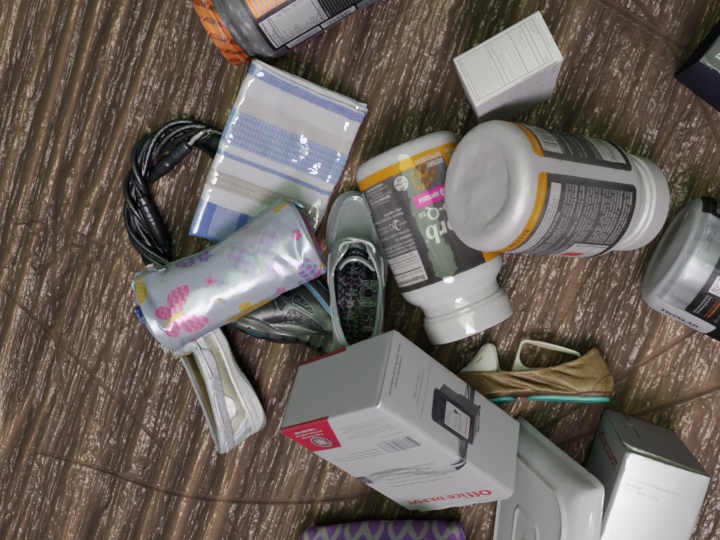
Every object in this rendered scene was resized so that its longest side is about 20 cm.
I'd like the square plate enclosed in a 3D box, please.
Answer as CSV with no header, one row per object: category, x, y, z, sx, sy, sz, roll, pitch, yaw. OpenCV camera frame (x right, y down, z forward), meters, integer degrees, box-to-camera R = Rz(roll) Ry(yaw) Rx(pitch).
square plate,0.176,0.272,0.757,0.028,0.198,0.202,4,96,-11

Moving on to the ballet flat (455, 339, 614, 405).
ballet flat,0.169,0.113,0.814,0.198,0.068,0.073,-7,74,12

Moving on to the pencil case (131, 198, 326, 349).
pencil case,-0.136,0.004,0.785,0.199,0.083,0.091,-26,78,-2

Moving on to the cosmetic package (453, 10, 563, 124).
cosmetic package,0.140,-0.182,0.717,0.082,0.200,0.051,-25,88,11

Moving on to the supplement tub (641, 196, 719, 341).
supplement tub,0.391,0.021,0.731,0.199,0.123,0.123,27,99,7

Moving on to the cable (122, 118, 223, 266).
cable,-0.201,-0.069,0.863,0.162,0.051,0.202,18,100,6

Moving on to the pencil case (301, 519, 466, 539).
pencil case,0.029,0.327,0.849,0.198,0.086,0.085,-3,58,10

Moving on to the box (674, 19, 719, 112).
box,0.444,-0.217,0.709,0.182,0.104,0.200,39,100,3

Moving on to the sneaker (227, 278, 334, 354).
sneaker,-0.079,0.044,0.853,0.198,0.073,0.083,15,81,3

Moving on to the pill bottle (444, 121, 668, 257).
pill bottle,0.189,-0.072,0.712,0.199,0.116,0.117,3,98,-31

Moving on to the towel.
towel,-0.086,-0.110,0.814,0.146,0.024,0.201,17,102,-30

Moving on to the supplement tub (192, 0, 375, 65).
supplement tub,-0.068,-0.303,0.775,0.199,0.123,0.123,-25,91,11

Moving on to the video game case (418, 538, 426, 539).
video game case,0.046,0.368,0.801,0.180,0.036,0.200,-27,122,26

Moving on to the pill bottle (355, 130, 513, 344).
pill bottle,0.080,-0.033,0.784,0.116,0.116,0.201,-22,91,11

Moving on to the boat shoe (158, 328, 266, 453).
boat shoe,-0.182,0.108,0.855,0.065,0.074,0.203,-33,100,-30

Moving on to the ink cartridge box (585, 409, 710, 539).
ink cartridge box,0.267,0.261,0.764,0.084,0.145,0.202,15,98,8

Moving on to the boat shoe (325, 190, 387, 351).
boat shoe,-0.001,0.000,0.794,0.069,0.072,0.203,0,70,-4

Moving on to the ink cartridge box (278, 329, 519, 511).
ink cartridge box,0.044,0.159,0.756,0.200,0.084,0.145,38,139,-29
